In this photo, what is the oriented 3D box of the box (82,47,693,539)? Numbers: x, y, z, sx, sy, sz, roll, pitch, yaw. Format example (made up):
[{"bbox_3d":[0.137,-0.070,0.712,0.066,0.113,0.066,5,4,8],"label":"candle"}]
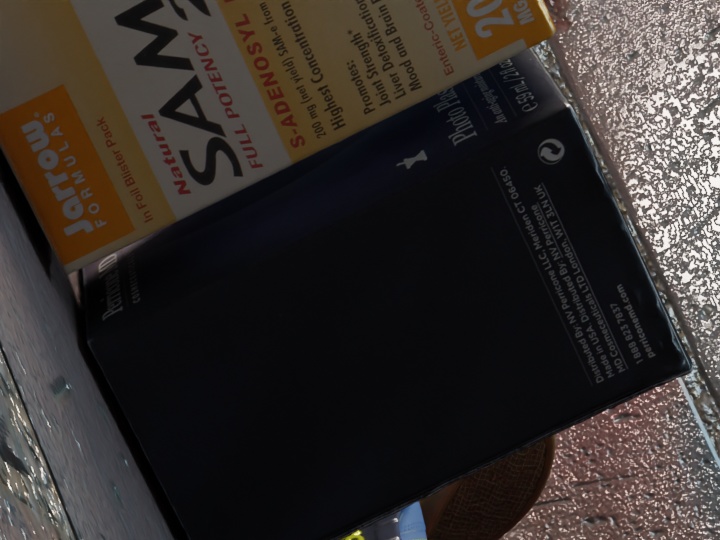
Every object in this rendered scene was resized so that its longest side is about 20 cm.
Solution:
[{"bbox_3d":[0.000,0.000,1.130,0.124,0.197,0.200,62,2,-19],"label":"box"}]

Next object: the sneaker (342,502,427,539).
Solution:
[{"bbox_3d":[0.006,0.160,1.378,0.200,0.073,0.083,-103,176,-67],"label":"sneaker"}]

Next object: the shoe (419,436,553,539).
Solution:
[{"bbox_3d":[0.039,0.128,1.500,0.054,0.070,0.201,58,-42,32],"label":"shoe"}]

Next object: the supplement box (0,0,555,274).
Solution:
[{"bbox_3d":[-0.047,-0.102,1.045,0.127,0.199,0.074,64,-2,-18],"label":"supplement box"}]
